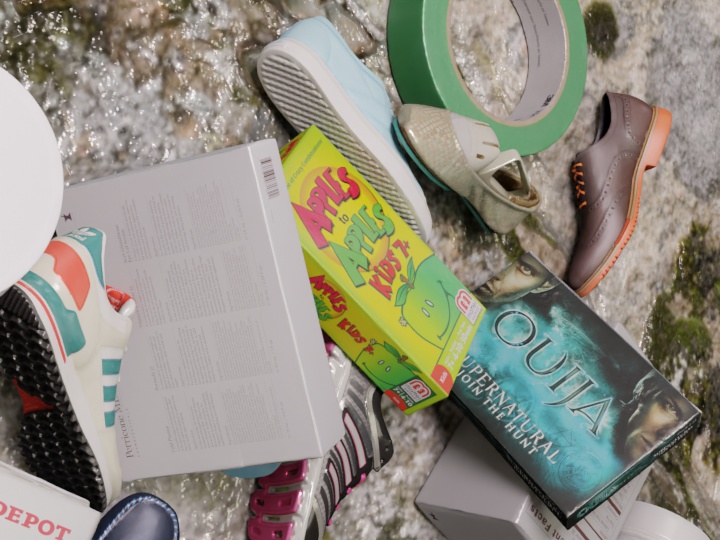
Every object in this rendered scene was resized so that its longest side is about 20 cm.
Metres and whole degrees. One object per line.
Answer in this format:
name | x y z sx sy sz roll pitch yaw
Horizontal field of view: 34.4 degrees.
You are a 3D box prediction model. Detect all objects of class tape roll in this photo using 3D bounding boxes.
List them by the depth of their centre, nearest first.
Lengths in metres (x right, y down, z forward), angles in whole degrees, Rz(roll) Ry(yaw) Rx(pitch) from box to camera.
tape roll | 0.113 -0.195 1.004 0.200 0.048 0.202 2 87 -37

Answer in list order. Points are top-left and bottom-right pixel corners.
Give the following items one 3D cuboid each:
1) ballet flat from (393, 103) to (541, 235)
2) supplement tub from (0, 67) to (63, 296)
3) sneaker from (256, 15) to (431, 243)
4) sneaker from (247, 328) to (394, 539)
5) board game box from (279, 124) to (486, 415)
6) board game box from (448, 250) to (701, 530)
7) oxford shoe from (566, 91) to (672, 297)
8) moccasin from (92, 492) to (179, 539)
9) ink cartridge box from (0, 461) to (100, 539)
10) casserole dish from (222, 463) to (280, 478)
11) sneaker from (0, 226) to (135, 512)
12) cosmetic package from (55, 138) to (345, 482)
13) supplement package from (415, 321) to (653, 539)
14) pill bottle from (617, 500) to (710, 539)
ballet flat | 0.092 -0.090 0.936 0.200 0.062 0.068 35 32 -57
supplement tub | -0.253 -0.040 0.611 0.145 0.200 0.146 2 87 -38
sneaker | 0.007 -0.109 0.899 0.082 0.074 0.200 -52 120 -35
sneaker | -0.021 0.146 0.865 0.087 0.074 0.201 24 69 -28
board game box | 0.000 0.000 0.864 0.200 0.048 0.102 46 43 -14
board game box | 0.148 0.087 0.916 0.135 0.200 0.028 -35 147 -13
oxford shoe | 0.222 -0.072 1.085 0.072 0.071 0.201 24 74 -5
moccasin | -0.161 0.232 0.720 0.080 0.068 0.201 24 64 -10
ink cartridge box | -0.262 0.201 0.667 0.145 0.083 0.201 33 68 -32
casserole dish | -0.087 0.041 0.799 0.039 0.120 0.201 -35 117 -69
sneaker | -0.167 0.063 0.722 0.093 0.070 0.201 -49 145 -40
cosmetic package | -0.106 0.029 0.756 0.052 0.150 0.201 -34 113 -70
supplement package | 0.160 0.154 0.980 0.117 0.117 0.200 49 61 -28
pill bottle | 0.233 0.315 1.033 0.113 0.113 0.200 44 63 -28
